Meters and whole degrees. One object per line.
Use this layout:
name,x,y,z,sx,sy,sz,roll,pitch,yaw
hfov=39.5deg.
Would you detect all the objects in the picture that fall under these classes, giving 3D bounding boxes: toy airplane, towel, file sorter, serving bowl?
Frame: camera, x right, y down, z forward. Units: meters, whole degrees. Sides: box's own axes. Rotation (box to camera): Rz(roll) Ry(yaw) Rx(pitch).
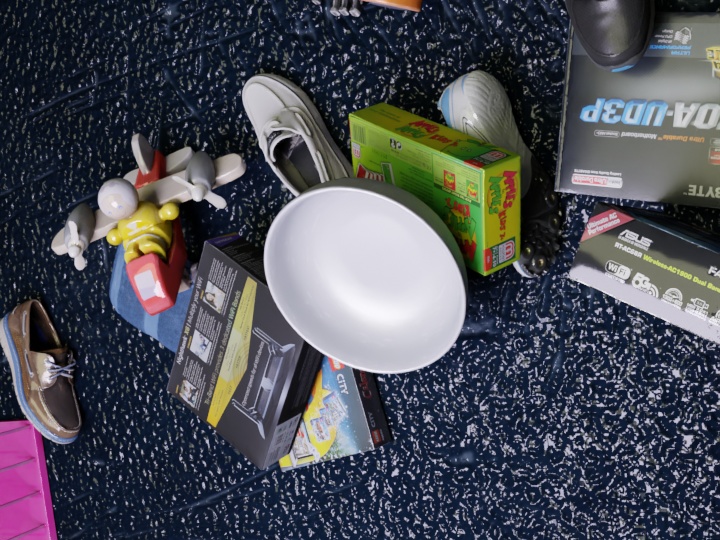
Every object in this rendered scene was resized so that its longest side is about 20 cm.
toy airplane,-0.244,-0.074,1.135,0.197,0.141,0.202,27,83,31
towel,-0.226,0.039,1.211,0.198,0.048,0.114,27,110,28
file sorter,-0.523,0.322,1.393,0.137,0.125,0.205,-8,91,33
serving bowl,0.011,-0.004,0.935,0.196,0.066,0.203,12,127,16

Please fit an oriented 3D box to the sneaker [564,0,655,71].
sneaker,0.187,-0.263,0.813,0.072,0.082,0.204,-9,94,29

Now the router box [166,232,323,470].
router box,-0.121,0.087,1.085,0.156,0.052,0.203,34,120,25

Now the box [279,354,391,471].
box,-0.055,0.109,1.112,0.135,0.037,0.204,-19,85,34

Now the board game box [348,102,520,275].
board game box,0.067,-0.082,0.950,0.199,0.047,0.103,31,135,47

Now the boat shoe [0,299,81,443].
boat shoe,-0.420,0.131,1.335,0.072,0.072,0.202,-39,74,28

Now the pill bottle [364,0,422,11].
pill bottle,0.043,-0.355,0.955,0.105,0.106,0.204,18,105,30

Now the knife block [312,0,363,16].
knife block,-0.015,-0.371,1.017,0.199,0.064,0.177,-41,74,29

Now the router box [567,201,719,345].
router box,0.268,0.005,0.789,0.148,0.199,0.063,27,105,27

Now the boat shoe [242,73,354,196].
boat shoe,-0.077,-0.137,1.078,0.072,0.065,0.202,-44,68,30

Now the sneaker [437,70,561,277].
sneaker,0.132,-0.089,0.957,0.072,0.071,0.203,-25,85,60

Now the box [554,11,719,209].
box,0.272,-0.138,0.864,0.197,0.046,0.163,10,101,32
